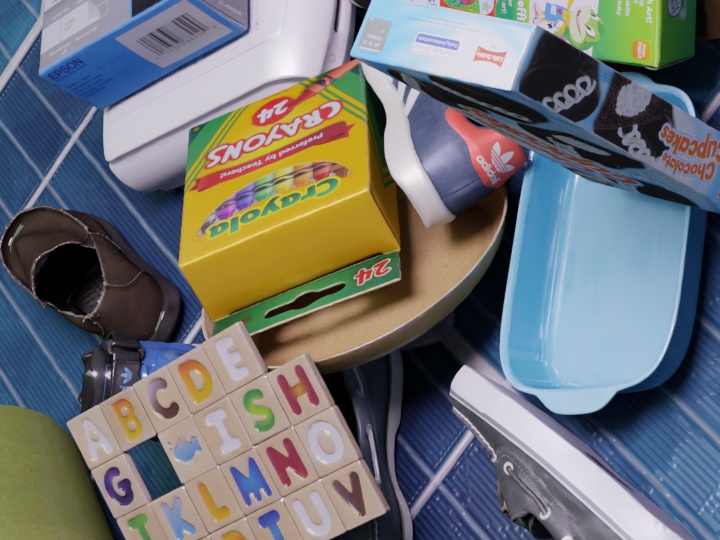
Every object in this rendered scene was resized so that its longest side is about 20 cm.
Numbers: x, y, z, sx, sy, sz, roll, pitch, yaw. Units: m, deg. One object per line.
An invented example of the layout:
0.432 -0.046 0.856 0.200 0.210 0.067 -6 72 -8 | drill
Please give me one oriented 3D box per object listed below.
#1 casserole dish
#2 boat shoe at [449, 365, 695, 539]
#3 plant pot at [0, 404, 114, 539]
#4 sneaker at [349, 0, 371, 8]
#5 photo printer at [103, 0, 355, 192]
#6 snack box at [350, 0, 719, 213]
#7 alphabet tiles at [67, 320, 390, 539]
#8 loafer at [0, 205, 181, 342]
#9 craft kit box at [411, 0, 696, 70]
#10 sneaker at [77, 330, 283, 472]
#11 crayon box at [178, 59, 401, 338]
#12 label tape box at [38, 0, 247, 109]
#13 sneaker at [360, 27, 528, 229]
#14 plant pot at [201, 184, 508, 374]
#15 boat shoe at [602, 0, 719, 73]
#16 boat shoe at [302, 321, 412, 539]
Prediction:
0.141 -0.012 1.198 0.121 0.039 0.200 -7 66 43 | casserole dish
0.104 0.119 1.151 0.057 0.069 0.200 -54 45 4 | boat shoe
-0.230 0.190 1.385 0.200 0.200 0.190 -45 34 21 | plant pot
0.064 -0.193 1.336 0.200 0.072 0.083 -21 59 37 | sneaker
-0.086 -0.159 1.471 0.200 0.069 0.166 -24 54 35 | photo printer
0.103 -0.081 1.093 0.116 0.200 0.037 19 87 47 | snack box
-0.074 0.128 1.252 0.200 0.008 0.167 -30 86 40 | alphabet tiles
-0.201 -0.004 1.512 0.200 0.071 0.073 25 90 48 | loafer
0.094 -0.223 1.190 0.197 0.049 0.200 15 113 39 | craft kit box
-0.111 0.087 1.313 0.200 0.111 0.077 -147 63 -63 | sneaker
-0.042 -0.044 1.307 0.127 0.051 0.200 -22 31 11 | crayon box
-0.146 -0.229 1.467 0.143 0.066 0.200 -24 55 35 | label tape box
0.056 -0.105 1.302 0.084 0.075 0.200 -28 38 11 | sneaker
0.000 0.000 1.284 0.200 0.027 0.200 -21 31 13 | plant pot
0.166 -0.161 1.231 0.200 0.072 0.065 -11 27 44 | boat shoe
-0.014 0.122 1.272 0.073 0.062 0.200 -20 58 38 | boat shoe
